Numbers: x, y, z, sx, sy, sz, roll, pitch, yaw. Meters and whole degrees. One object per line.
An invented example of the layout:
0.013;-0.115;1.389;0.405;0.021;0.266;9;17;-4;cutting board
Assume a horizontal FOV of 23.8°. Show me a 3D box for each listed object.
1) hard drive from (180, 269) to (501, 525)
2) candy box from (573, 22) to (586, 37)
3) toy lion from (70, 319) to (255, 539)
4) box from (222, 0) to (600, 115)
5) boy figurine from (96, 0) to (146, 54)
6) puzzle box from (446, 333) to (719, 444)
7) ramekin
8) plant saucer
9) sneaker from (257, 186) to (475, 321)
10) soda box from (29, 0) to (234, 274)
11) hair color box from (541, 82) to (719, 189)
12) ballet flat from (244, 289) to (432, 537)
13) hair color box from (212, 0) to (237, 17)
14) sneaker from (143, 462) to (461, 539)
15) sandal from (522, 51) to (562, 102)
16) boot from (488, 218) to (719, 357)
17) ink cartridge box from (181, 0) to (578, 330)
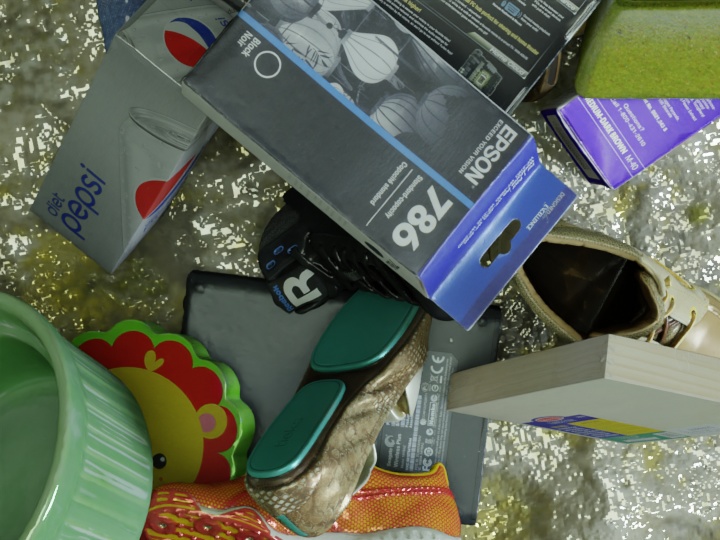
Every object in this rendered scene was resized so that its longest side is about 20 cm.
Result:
-0.018;0.081;1.083;0.200;0.033;0.140;7;95;0;hard drive
0.058;-0.174;1.049;0.200;0.056;0.117;-24;93;1;candy box
-0.169;0.123;1.059;0.200;0.069;0.192;9;88;14;toy lion
0.024;-0.173;0.922;0.200;0.044;0.160;36;107;-6;box
-0.129;-0.213;1.044;0.124;0.064;0.200;0;94;1;boy figurine
0.149;0.072;0.984;0.133;0.200;0.025;12;77;-20;puzzle box
-0.214;0.120;0.969;0.200;0.098;0.200;-14;61;27;ramekin
0.224;-0.193;0.949;0.199;0.048;0.200;3;66;25;plant saucer
0.000;0.000;1.003;0.112;0.200;0.073;-37;117;7;sneaker
-0.127;-0.080;0.992;0.068;0.200;0.063;38;54;-3;soda box
0.210;-0.129;1.023;0.200;0.109;0.065;-36;93;4;hair color box
-0.004;0.078;1.004;0.070;0.200;0.065;-2;127;38;ballet flat
-0.054;-0.211;0.973;0.111;0.064;0.200;-18;104;11;hair color box
-0.037;0.143;1.020;0.200;0.073;0.077;7;51;-24;sneaker
0.103;-0.200;0.992;0.054;0.082;0.200;-4;87;-21;sandal
0.171;0.029;1.013;0.200;0.155;0.073;33;94;-2;boot
0.013;-0.069;0.887;0.200;0.039;0.100;39;83;-3;ink cartridge box
